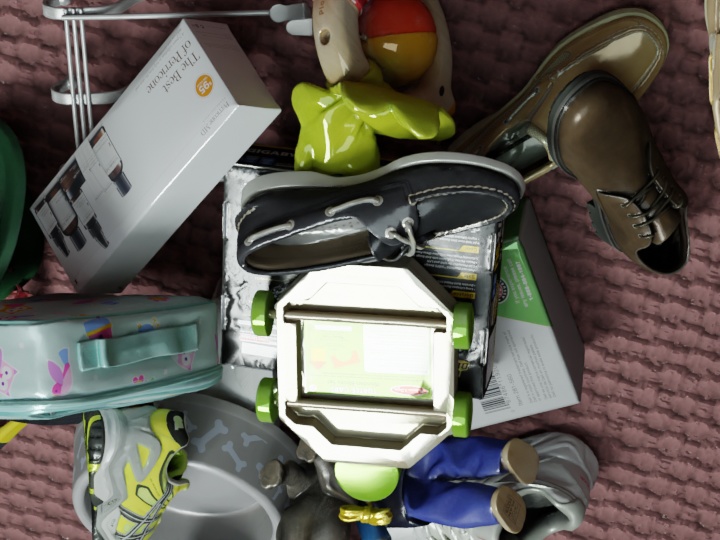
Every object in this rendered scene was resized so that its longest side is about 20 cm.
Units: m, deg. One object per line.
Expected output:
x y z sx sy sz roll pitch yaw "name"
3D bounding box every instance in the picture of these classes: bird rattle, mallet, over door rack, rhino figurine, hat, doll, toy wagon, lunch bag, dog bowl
0.000 -0.163 1.164 0.112 0.163 0.201 -22 81 36 "bird rattle"
-0.301 0.133 1.403 0.066 0.041 0.200 12 149 -41 "mallet"
-0.126 -0.130 1.247 0.199 0.067 0.149 4 121 8 "over door rack"
-0.046 0.233 1.315 0.059 0.201 0.087 0 160 31 "rhino figurine"
-0.257 -0.011 1.347 0.199 0.167 0.176 -24 150 38 "hat"
0.042 0.173 1.351 0.199 0.137 0.048 -5 148 41 "doll"
0.003 0.085 1.207 0.154 0.040 0.201 4 114 11 "toy wagon"
-0.202 0.060 1.199 0.160 0.199 0.078 1 97 38 "lunch bag"
-0.143 0.179 1.387 0.199 0.059 0.201 6 140 5 "dog bowl"

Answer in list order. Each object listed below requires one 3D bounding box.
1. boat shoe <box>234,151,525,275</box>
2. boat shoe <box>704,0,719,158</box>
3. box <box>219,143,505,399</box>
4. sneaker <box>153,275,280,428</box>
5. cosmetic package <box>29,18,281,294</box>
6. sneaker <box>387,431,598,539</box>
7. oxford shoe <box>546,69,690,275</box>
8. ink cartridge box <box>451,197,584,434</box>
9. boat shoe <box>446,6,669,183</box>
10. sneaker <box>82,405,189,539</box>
0.010 -0.033 1.129 0.199 0.061 0.074 -3 145 14 "boat shoe"
0.277 -0.136 1.175 0.073 0.069 0.201 -6 117 13 "boat shoe"
0.000 0.000 1.219 0.199 0.049 0.161 6 115 9 "box"
-0.122 0.053 1.344 0.115 0.074 0.201 4 120 4 "sneaker"
-0.147 -0.077 1.192 0.200 0.051 0.083 -46 67 28 "cosmetic package"
0.093 0.194 1.369 0.199 0.100 0.078 -21 113 19 "sneaker"
0.190 -0.065 1.176 0.073 0.084 0.200 -42 139 -1 "oxford shoe"
0.055 0.046 1.303 0.199 0.084 0.147 -15 113 18 "ink cartridge box"
0.139 -0.104 1.211 0.072 0.076 0.200 42 116 -12 "boat shoe"
-0.166 0.167 1.277 0.076 0.076 0.200 -5 150 -10 "sneaker"
